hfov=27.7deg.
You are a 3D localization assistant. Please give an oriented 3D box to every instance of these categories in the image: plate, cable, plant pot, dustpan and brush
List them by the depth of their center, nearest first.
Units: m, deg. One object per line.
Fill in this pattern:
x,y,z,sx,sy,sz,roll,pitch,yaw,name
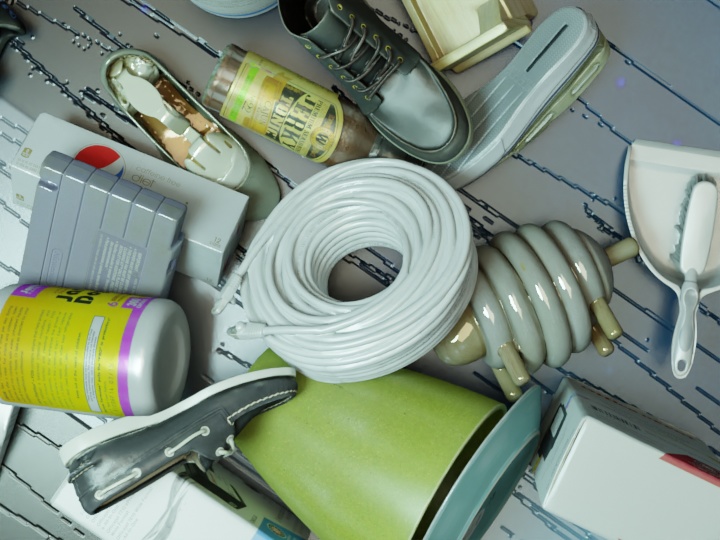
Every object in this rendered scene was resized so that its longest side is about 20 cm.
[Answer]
0.000,0.000,1.211,0.199,0.069,0.201,13,62,29,cable
0.104,0.185,1.217,0.026,0.200,0.201,32,93,15,plate
-0.007,0.147,1.244,0.199,0.187,0.188,29,93,17,plant pot
0.289,-0.007,1.272,0.139,0.057,0.201,9,92,2,dustpan and brush

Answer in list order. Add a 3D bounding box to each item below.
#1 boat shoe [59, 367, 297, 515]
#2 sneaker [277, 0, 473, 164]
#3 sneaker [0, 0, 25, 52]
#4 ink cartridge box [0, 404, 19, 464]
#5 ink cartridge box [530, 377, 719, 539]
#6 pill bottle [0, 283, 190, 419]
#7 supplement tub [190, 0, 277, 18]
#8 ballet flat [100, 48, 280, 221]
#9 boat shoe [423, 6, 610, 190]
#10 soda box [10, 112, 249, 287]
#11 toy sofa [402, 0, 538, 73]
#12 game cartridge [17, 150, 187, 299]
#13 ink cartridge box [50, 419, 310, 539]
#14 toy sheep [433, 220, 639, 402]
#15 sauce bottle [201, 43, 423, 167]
-0.136,0.133,1.160,0.199,0.074,0.061,-19,73,-19,boat shoe
0.005,-0.166,1.209,0.075,0.106,0.200,-47,74,15,sneaker
-0.374,-0.157,1.287,0.078,0.070,0.201,32,92,7,sneaker
-0.396,0.140,1.310,0.162,0.057,0.201,18,88,1,ink cartridge box
0.224,0.168,1.212,0.145,0.200,0.083,25,95,1,ink cartridge box
-0.251,0.066,1.224,0.199,0.104,0.105,6,92,13,pill bottle
-0.114,-0.286,1.207,0.131,0.200,0.133,0,92,2,supplement tub
-0.153,-0.117,1.283,0.200,0.064,0.067,44,93,0,ballet flat
0.140,-0.138,1.271,0.200,0.072,0.062,-45,134,14,boat shoe
-0.201,-0.062,1.275,0.199,0.068,0.064,22,61,1,soda box
0.068,-0.277,1.270,0.083,0.098,0.201,-27,91,27,toy sofa
-0.227,0.002,1.257,0.129,0.038,0.201,20,128,-2,game cartridge
-0.148,0.210,1.254,0.200,0.145,0.084,34,92,1,ink cartridge box
0.151,0.025,1.247,0.199,0.138,0.138,-24,91,-12,toy sheep
-0.039,-0.130,1.277,0.199,0.065,0.065,24,93,-4,sauce bottle
